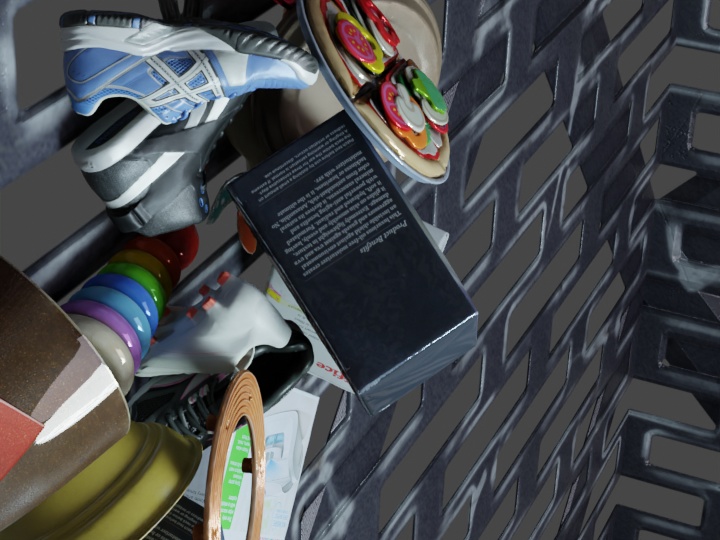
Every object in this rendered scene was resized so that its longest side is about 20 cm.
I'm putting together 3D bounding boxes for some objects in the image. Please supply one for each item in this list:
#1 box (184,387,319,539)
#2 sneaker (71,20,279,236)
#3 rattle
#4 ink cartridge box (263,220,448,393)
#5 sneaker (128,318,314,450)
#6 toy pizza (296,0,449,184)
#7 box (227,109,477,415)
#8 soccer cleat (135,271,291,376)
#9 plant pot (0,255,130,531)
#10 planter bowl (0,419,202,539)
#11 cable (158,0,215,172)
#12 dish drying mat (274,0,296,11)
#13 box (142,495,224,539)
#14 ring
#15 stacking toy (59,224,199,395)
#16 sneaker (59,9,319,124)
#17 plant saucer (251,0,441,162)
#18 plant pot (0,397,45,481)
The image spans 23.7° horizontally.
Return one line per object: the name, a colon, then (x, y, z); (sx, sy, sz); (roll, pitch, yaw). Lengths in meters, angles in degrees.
box: (-0.132, 0.181, 1.607); (0.200, 0.096, 0.179); (35, 68, -69)
sneaker: (-0.132, -0.106, 1.372); (0.199, 0.073, 0.113); (-39, 125, -21)
rattle: (-0.092, -0.137, 1.603); (0.129, 0.143, 0.202); (2, 119, -36)
ink cartridge box: (-0.014, 0.019, 1.663); (0.201, 0.144, 0.084); (111, 5, -53)
sneaker: (-0.123, 0.107, 1.455); (0.200, 0.081, 0.086); (-40, -168, -13)
toy pizza: (0.019, -0.161, 1.397); (0.200, 0.032, 0.201); (47, 22, -26)
box: (0.000, 0.000, 1.431); (0.122, 0.200, 0.200); (-32, 170, -2)
soccer cleat: (-0.132, 0.061, 1.419); (0.077, 0.199, 0.070); (41, 56, -17)
plant pot: (-0.281, 0.110, 1.087); (0.200, 0.186, 0.188); (-47, 148, -26)
planter bowl: (-0.224, 0.161, 1.302); (0.084, 0.199, 0.201); (54, 41, -16)
cable: (-0.140, -0.158, 1.416); (0.097, 0.050, 0.203); (3, 103, -48)
dish drying mat: (-0.069, -0.249, 1.510); (0.018, 0.077, 0.200); (-45, 154, 12)
box: (-0.203, 0.306, 1.408); (0.198, 0.122, 0.201); (-46, 146, -32)
ring: (-0.103, 0.179, 1.351); (0.200, 0.019, 0.203); (4, 90, -81)
stacking toy: (-0.188, 0.016, 1.392); (0.201, 0.084, 0.086); (-64, 157, -48)
sneaker: (-0.130, -0.151, 1.294); (0.076, 0.197, 0.078); (-135, -130, -73)
plant saucer: (-0.005, -0.166, 1.529); (0.198, 0.029, 0.202); (-19, 128, -26)
plant pot: (-0.327, 0.091, 0.918); (0.177, 0.199, 0.200); (-59, 157, -9)
